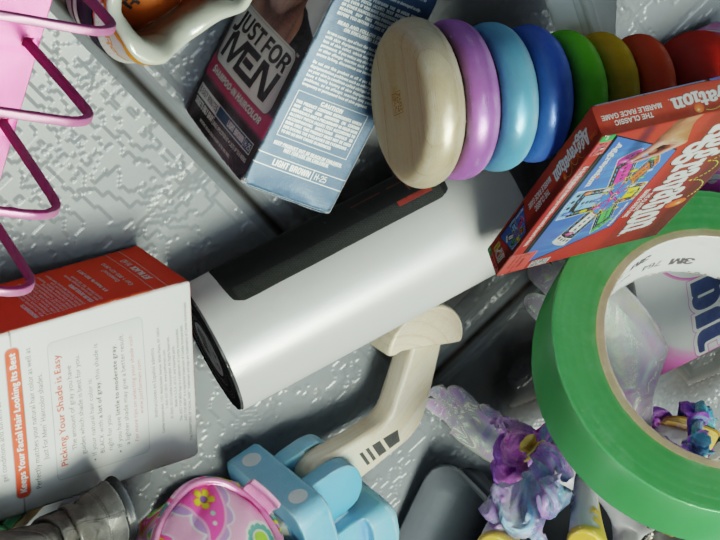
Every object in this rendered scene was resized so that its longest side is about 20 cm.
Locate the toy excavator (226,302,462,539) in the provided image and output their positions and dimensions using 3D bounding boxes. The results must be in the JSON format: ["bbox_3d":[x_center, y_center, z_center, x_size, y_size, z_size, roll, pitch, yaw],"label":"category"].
[{"bbox_3d":[-0.015,0.127,1.290,0.199,0.100,0.195,-33,131,-25],"label":"toy excavator"}]

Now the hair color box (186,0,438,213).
[{"bbox_3d":[-0.012,-0.143,1.116,0.060,0.100,0.201,19,107,-31],"label":"hair color box"}]

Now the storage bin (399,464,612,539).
[{"bbox_3d":[0.101,0.234,1.379,0.134,0.146,0.201,1,122,-39],"label":"storage bin"}]

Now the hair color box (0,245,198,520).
[{"bbox_3d":[-0.189,0.069,1.144,0.199,0.064,0.112,-17,119,-32],"label":"hair color box"}]

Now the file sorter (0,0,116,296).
[{"bbox_3d":[-0.203,-0.102,1.021,0.138,0.125,0.201,7,114,-32],"label":"file sorter"}]

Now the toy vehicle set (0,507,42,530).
[{"bbox_3d":[-0.288,0.167,1.194,0.200,0.027,0.124,-47,129,3],"label":"toy vehicle set"}]

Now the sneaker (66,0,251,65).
[{"bbox_3d":[-0.068,-0.188,1.075,0.078,0.079,0.201,28,100,-36],"label":"sneaker"}]

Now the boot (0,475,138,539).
[{"bbox_3d":[-0.207,0.183,1.156,0.131,0.070,0.200,-19,171,-44],"label":"boot"}]

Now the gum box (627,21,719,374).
[{"bbox_3d":[0.200,-0.037,1.315,0.113,0.066,0.201,-24,127,-13],"label":"gum box"}]

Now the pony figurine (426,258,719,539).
[{"bbox_3d":[0.136,0.113,1.267,0.193,0.200,0.167,37,127,-4],"label":"pony figurine"}]

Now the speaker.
[{"bbox_3d":[0.000,0.000,1.220,0.199,0.081,0.082,-27,127,-11],"label":"speaker"}]

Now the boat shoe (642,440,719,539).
[{"bbox_3d":[0.233,0.180,1.465,0.199,0.060,0.074,-33,129,-8],"label":"boat shoe"}]

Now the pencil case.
[{"bbox_3d":[-0.107,0.180,1.201,0.087,0.088,0.200,-3,158,-27],"label":"pencil case"}]

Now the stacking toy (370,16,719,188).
[{"bbox_3d":[0.110,-0.094,1.086,0.199,0.085,0.086,-8,121,-22],"label":"stacking toy"}]

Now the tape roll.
[{"bbox_3d":[0.198,0.052,1.204,0.199,0.201,0.048,-17,158,-19],"label":"tape roll"}]

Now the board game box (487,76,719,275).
[{"bbox_3d":[0.139,-0.049,1.102,0.102,0.020,0.200,-15,165,-16],"label":"board game box"}]

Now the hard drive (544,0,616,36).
[{"bbox_3d":[0.099,-0.216,1.122,0.026,0.132,0.201,-10,129,17],"label":"hard drive"}]
